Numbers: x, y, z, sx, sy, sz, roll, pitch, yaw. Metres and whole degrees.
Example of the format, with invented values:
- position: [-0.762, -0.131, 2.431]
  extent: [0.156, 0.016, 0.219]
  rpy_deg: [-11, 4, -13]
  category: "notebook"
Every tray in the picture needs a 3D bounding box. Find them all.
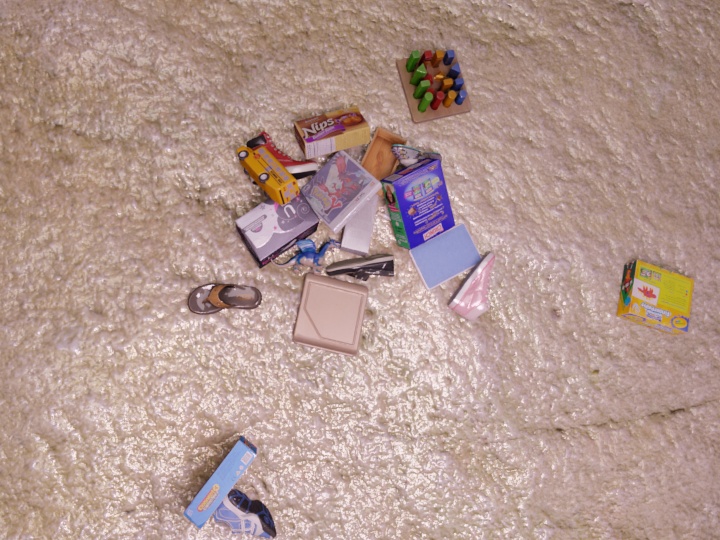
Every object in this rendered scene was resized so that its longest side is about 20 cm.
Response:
- position: [0.058, -0.314, 1.744]
  extent: [0.097, 0.037, 0.203]
  rpy_deg: [24, 59, -1]
  category: "tray"

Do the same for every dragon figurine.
- position: [-0.151, -0.045, 1.664]
  extent: [0.194, 0.059, 0.102]
  rpy_deg: [0, 61, -12]
  category: "dragon figurine"

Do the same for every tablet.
- position: [0.249, -0.042, 1.768]
  extent: [0.196, 0.014, 0.133]
  rpy_deg: [-26, 85, -15]
  category: "tablet"

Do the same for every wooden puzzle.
- position: [-0.081, 0.122, 1.668]
  extent: [0.180, 0.037, 0.205]
  rpy_deg: [13, 73, -7]
  category: "wooden puzzle"

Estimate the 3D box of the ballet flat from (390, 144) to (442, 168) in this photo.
- position: [0.165, -0.315, 1.746]
  extent: [0.197, 0.071, 0.074]
  rpy_deg: [1, 77, -42]
  category: "ballet flat"

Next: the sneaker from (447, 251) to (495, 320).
- position: [0.344, 0.052, 1.733]
  extent: [0.104, 0.075, 0.202]
  rpy_deg: [37, 85, 1]
  category: "sneaker"

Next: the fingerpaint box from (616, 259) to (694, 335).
- position: [0.889, 0.083, 1.832]
  extent: [0.195, 0.073, 0.171]
  rpy_deg: [17, 76, -6]
  category: "fingerpaint box"

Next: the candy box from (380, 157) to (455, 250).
- position: [0.163, -0.187, 1.699]
  extent: [0.166, 0.077, 0.205]
  rpy_deg: [-27, 113, -21]
  category: "candy box"

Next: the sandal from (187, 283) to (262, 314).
- position: [-0.359, 0.074, 1.612]
  extent: [0.194, 0.055, 0.084]
  rpy_deg: [2, 79, -10]
  category: "sandal"

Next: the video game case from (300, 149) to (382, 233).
- position: [-0.061, -0.221, 1.665]
  extent: [0.182, 0.023, 0.200]
  rpy_deg: [-45, 53, -1]
  category: "video game case"

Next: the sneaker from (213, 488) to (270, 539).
- position: [-0.280, 0.608, 1.490]
  extent: [0.077, 0.076, 0.201]
  rpy_deg: [-38, 122, 3]
  category: "sneaker"

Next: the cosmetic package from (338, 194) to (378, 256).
- position: [-0.002, -0.150, 1.722]
  extent: [0.080, 0.051, 0.206]
  rpy_deg: [14, 76, -10]
  category: "cosmetic package"

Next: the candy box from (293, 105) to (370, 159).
- position: [-0.082, -0.394, 1.727]
  extent: [0.195, 0.057, 0.118]
  rpy_deg: [-16, 49, -14]
  category: "candy box"

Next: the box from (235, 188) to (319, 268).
- position: [-0.225, -0.123, 1.643]
  extent: [0.198, 0.115, 0.134]
  rpy_deg: [-34, 87, -15]
  category: "box"

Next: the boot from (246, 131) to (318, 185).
- position: [-0.220, -0.328, 1.709]
  extent: [0.194, 0.072, 0.149]
  rpy_deg: [-7, 79, -8]
  category: "boot"

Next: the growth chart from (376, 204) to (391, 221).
- position: [0.154, -0.209, 1.780]
  extent: [0.143, 0.018, 0.203]
  rpy_deg: [32, 75, -4]
  category: "growth chart"

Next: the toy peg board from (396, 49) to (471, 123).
- position: [0.232, -0.573, 1.823]
  extent: [0.194, 0.098, 0.205]
  rpy_deg: [-14, 82, -12]
  category: "toy peg board"

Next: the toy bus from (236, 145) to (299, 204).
- position: [-0.249, -0.261, 1.606]
  extent: [0.078, 0.066, 0.200]
  rpy_deg: [-35, 60, -14]
  category: "toy bus"

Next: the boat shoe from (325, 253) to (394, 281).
- position: [0.000, 0.000, 1.687]
  extent: [0.194, 0.072, 0.070]
  rpy_deg: [-7, 106, -6]
  category: "boat shoe"

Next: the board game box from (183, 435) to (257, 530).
- position: [-0.332, 0.502, 1.462]
  extent: [0.056, 0.196, 0.201]
  rpy_deg: [38, 75, 0]
  category: "board game box"
